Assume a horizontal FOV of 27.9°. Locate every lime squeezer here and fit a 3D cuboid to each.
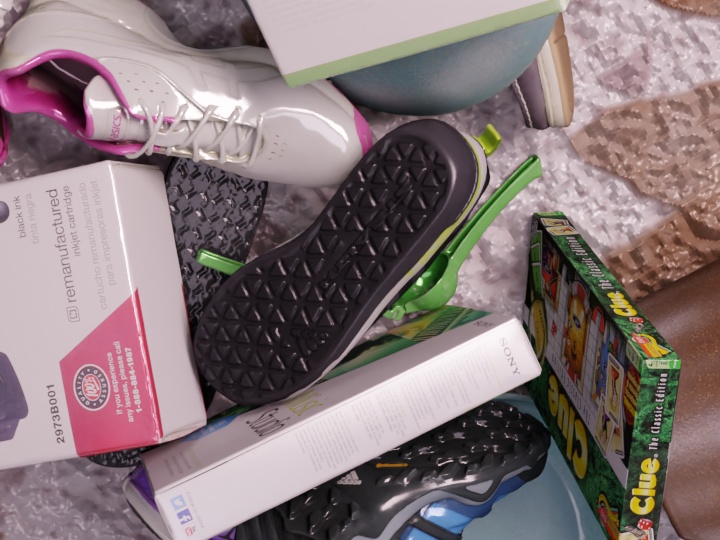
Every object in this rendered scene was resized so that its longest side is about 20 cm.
[{"bbox_3d":[0.013,-0.003,0.808,0.199,0.038,0.071,-15,129,-7],"label":"lime squeezer"}]

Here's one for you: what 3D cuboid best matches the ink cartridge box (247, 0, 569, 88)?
[{"bbox_3d":[-0.007,-0.187,0.621,0.145,0.048,0.201,-11,120,28],"label":"ink cartridge box"}]

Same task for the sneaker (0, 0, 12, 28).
[{"bbox_3d":[-0.195,-0.142,0.708,0.199,0.078,0.100,-33,103,-25],"label":"sneaker"}]

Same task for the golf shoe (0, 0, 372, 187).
[{"bbox_3d":[-0.093,-0.079,0.741,0.199,0.092,0.076,21,130,4],"label":"golf shoe"}]

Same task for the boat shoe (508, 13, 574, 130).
[{"bbox_3d":[0.058,-0.163,0.743,0.064,0.072,0.201,-16,110,15],"label":"boat shoe"}]

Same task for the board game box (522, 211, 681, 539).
[{"bbox_3d":[0.118,0.051,0.753,0.023,0.200,0.106,-3,111,-7],"label":"board game box"}]

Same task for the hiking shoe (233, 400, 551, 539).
[{"bbox_3d":[0.018,0.135,0.783,0.199,0.074,0.087,-21,128,-28],"label":"hiking shoe"}]

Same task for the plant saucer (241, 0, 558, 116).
[{"bbox_3d":[0.003,-0.161,0.706,0.200,0.039,0.202,16,126,22],"label":"plant saucer"}]

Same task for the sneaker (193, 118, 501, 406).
[{"bbox_3d":[0.000,0.000,0.758,0.200,0.083,0.072,-41,77,20],"label":"sneaker"}]

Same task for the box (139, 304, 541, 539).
[{"bbox_3d":[-0.018,0.076,0.763,0.199,0.144,0.037,-24,96,-11],"label":"box"}]

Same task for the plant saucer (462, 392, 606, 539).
[{"bbox_3d":[0.072,0.171,0.853,0.199,0.036,0.202,-1,91,-23],"label":"plant saucer"}]

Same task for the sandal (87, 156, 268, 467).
[{"bbox_3d":[-0.103,0.020,0.827,0.075,0.048,0.201,23,97,-8],"label":"sandal"}]

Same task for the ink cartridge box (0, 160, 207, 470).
[{"bbox_3d":[-0.198,0.032,0.771,0.199,0.084,0.146,-11,89,12],"label":"ink cartridge box"}]

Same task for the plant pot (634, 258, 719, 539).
[{"bbox_3d":[0.248,0.056,0.772,0.197,0.201,0.201,-23,110,17],"label":"plant pot"}]

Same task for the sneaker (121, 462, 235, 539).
[{"bbox_3d":[-0.044,0.140,0.866,0.199,0.081,0.084,16,95,-16],"label":"sneaker"}]

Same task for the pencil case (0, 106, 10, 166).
[{"bbox_3d":[-0.291,-0.074,0.764,0.199,0.091,0.094,-15,106,3],"label":"pencil case"}]
